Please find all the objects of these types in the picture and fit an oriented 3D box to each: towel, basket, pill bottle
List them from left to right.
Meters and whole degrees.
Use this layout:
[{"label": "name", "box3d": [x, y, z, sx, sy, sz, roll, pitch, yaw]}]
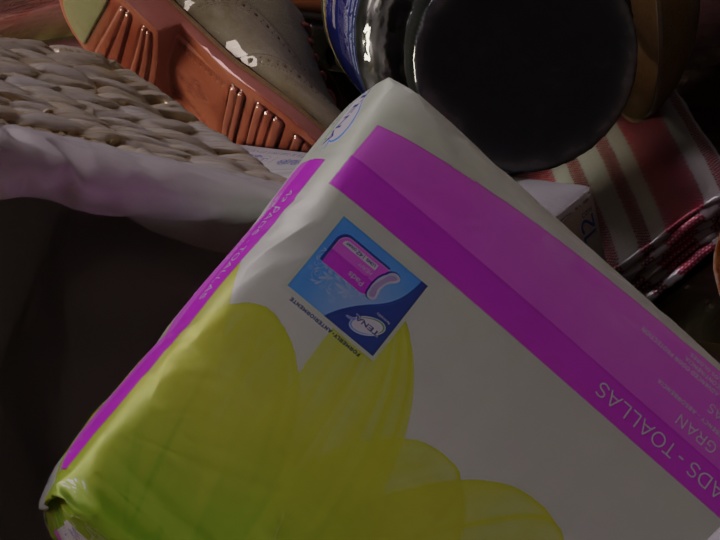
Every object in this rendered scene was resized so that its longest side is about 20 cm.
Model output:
[{"label": "basket", "box3d": [-0.141, 0.027, 0.634, 0.161, 0.197, 0.201, 40, 114, 47]}, {"label": "pill bottle", "box3d": [0.048, -0.101, 0.850, 0.112, 0.112, 0.200, -42, 15, 4]}, {"label": "towel", "box3d": [0.068, 0.005, 0.876, 0.200, 0.030, 0.147, -36, 22, 13]}]

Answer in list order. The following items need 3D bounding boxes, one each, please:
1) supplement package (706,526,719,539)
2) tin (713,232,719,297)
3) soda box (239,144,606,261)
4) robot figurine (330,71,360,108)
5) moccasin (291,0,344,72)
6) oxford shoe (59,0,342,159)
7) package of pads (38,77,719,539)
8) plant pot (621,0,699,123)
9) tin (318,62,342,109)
[{"label": "supplement package", "box3d": [0.074, 0.160, 0.431, 0.200, 0.110, 0.114, -45, 20, -4]}, {"label": "tin", "box3d": [0.172, 0.004, 0.663, 0.112, 0.042, 0.200, -32, 23, 18]}, {"label": "soda box", "box3d": [0.000, 0.000, 0.807, 0.199, 0.069, 0.063, 10, 36, 41]}, {"label": "robot figurine", "box3d": [-0.050, -0.088, 1.128, 0.124, 0.151, 0.200, -6, 31, 15]}, {"label": "moccasin", "box3d": [0.028, -0.127, 1.001, 0.074, 0.200, 0.078, 85, -167, -62]}, {"label": "oxford shoe", "box3d": [-0.035, -0.081, 0.890, 0.074, 0.200, 0.071, -44, -8, -32]}, {"label": "package of pads", "box3d": [0.030, 0.072, 0.557, 0.155, 0.200, 0.068, -51, 3, -18]}, {"label": "plant pot", "box3d": [0.102, -0.162, 0.865, 0.027, 0.201, 0.200, -16, 21, -3]}, {"label": "tin", "box3d": [-0.084, -0.028, 1.005, 0.200, 0.112, 0.042, -49, 43, 32]}]
